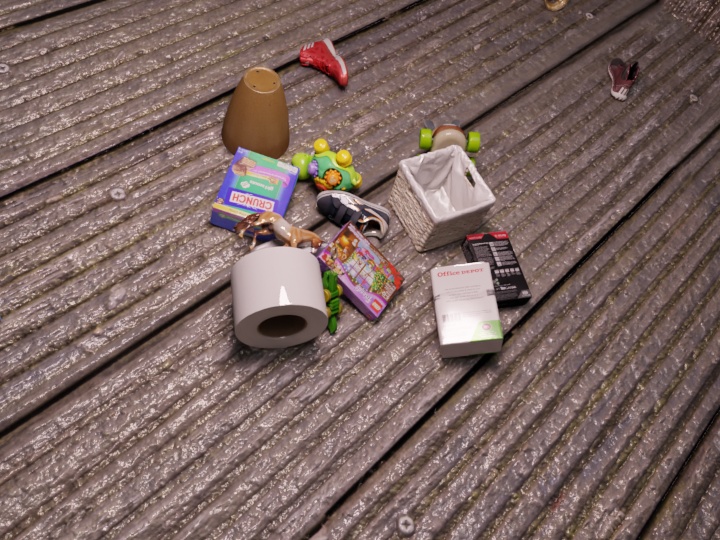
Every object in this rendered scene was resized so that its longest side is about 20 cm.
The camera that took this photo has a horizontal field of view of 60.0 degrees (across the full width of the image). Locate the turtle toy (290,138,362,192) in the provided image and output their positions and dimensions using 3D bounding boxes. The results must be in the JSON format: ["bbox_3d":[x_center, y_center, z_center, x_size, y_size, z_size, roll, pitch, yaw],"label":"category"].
[{"bbox_3d":[-0.091,-0.257,1.608,0.198,0.146,0.102,29,78,25],"label":"turtle toy"}]

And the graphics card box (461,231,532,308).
[{"bbox_3d":[0.349,-0.001,1.611,0.123,0.051,0.203,-6,60,-18],"label":"graphics card box"}]

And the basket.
[{"bbox_3d":[0.206,-0.186,1.619,0.197,0.162,0.200,-19,65,-24],"label":"basket"}]

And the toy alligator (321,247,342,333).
[{"bbox_3d":[-0.077,0.043,1.421,0.054,0.204,0.059,9,17,32],"label":"toy alligator"}]

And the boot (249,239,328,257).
[{"bbox_3d":[-0.164,-0.045,1.488,0.198,0.074,0.096,-16,50,-35],"label":"boot"}]

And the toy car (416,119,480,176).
[{"bbox_3d":[0.240,-0.375,1.763,0.161,0.159,0.202,3,46,-1],"label":"toy car"}]

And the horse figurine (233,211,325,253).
[{"bbox_3d":[-0.193,-0.081,1.430,0.198,0.050,0.133,30,55,9],"label":"horse figurine"}]

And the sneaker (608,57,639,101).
[{"bbox_3d":[0.918,-0.690,2.148,0.074,0.116,0.203,13,57,-7],"label":"sneaker"}]

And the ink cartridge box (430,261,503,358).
[{"bbox_3d":[0.249,0.093,1.481,0.143,0.084,0.203,-7,59,5],"label":"ink cartridge box"}]

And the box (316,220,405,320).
[{"bbox_3d":[0.000,0.000,1.486,0.200,0.039,0.137,45,57,-9],"label":"box"}]

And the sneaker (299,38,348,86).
[{"bbox_3d":[-0.115,-0.606,1.854,0.114,0.079,0.201,-17,52,-14],"label":"sneaker"}]

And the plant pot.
[{"bbox_3d":[-0.262,-0.418,1.612,0.183,0.201,0.189,7,56,-11],"label":"plant pot"}]

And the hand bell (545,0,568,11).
[{"bbox_3d":[0.704,-1.082,2.362,0.102,0.105,0.202,-4,49,-17],"label":"hand bell"}]

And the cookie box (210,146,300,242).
[{"bbox_3d":[-0.258,-0.186,1.544,0.169,0.075,0.202,18,57,-6],"label":"cookie box"}]

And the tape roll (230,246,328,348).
[{"bbox_3d":[-0.176,0.061,1.339,0.199,0.204,0.141,-3,60,-16],"label":"tape roll"}]

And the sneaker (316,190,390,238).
[{"bbox_3d":[-0.020,-0.140,1.579,0.197,0.079,0.080,15,51,-8],"label":"sneaker"}]
